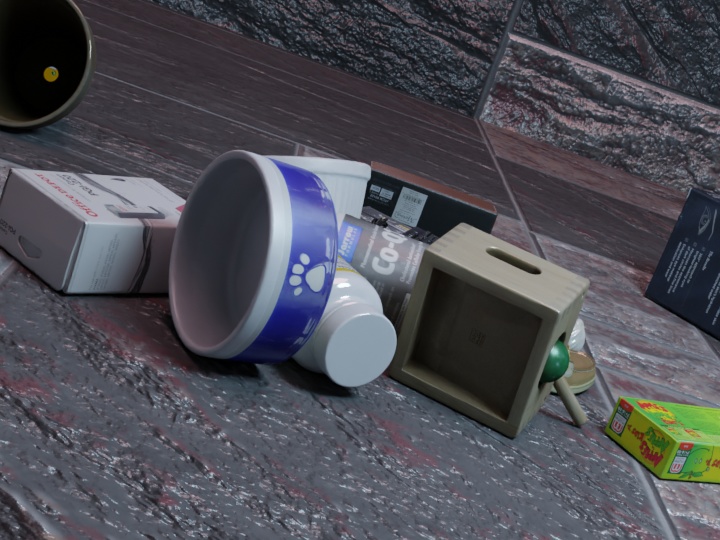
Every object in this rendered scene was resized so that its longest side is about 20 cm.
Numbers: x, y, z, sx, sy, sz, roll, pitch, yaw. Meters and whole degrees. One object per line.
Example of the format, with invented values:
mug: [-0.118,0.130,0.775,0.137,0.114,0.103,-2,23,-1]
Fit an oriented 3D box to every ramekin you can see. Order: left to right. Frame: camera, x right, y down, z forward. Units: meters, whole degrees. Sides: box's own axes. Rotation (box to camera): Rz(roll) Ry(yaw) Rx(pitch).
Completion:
ramekin: [-0.089,-0.090,1.667,0.201,0.095,0.202,2,0,0]

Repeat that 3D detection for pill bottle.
pill bottle: [-0.045,0.038,1.364,0.111,0.112,0.200,10,19,-33]
pill bottle: [0.000,0.000,1.541,0.199,0.114,0.114,20,16,-1]

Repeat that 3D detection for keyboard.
keyboard: [0.052,-0.035,1.717,0.126,0.021,0.200,24,16,12]

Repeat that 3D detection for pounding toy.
pounding toy: [0.159,0.075,1.411,0.199,0.185,0.142,25,28,18]

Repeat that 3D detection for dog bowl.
dog bowl: [-0.107,-0.011,1.284,0.078,0.201,0.200,13,17,-34]

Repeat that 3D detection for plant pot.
plant pot: [-0.456,-0.292,1.854,0.199,0.201,0.174,21,0,2]

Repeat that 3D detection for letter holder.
letter holder: [0.093,-0.087,1.976,0.199,0.101,0.142,20,14,-3]

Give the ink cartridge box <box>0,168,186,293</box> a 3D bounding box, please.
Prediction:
ink cartridge box: [-0.266,-0.041,1.403,0.145,0.085,0.199,32,21,35]

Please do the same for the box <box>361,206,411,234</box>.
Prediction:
box: [0.049,-0.022,1.797,0.199,0.049,0.158,28,17,21]

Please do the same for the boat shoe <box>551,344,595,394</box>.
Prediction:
boat shoe: [0.215,0.101,1.557,0.199,0.067,0.074,5,22,-43]

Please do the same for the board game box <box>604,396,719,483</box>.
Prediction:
board game box: [0.385,0.195,1.493,0.199,0.048,0.102,10,18,-34]

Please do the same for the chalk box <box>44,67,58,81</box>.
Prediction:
chalk box: [-0.535,-0.383,2.138,0.123,0.126,0.200,15,15,-17]

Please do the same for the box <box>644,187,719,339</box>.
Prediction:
box: [0.603,-0.002,2.147,0.117,0.198,0.200,7,20,-42]

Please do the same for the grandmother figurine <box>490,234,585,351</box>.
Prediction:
grandmother figurine: [0.226,0.040,1.740,0.121,0.061,0.200,18,27,-51]
